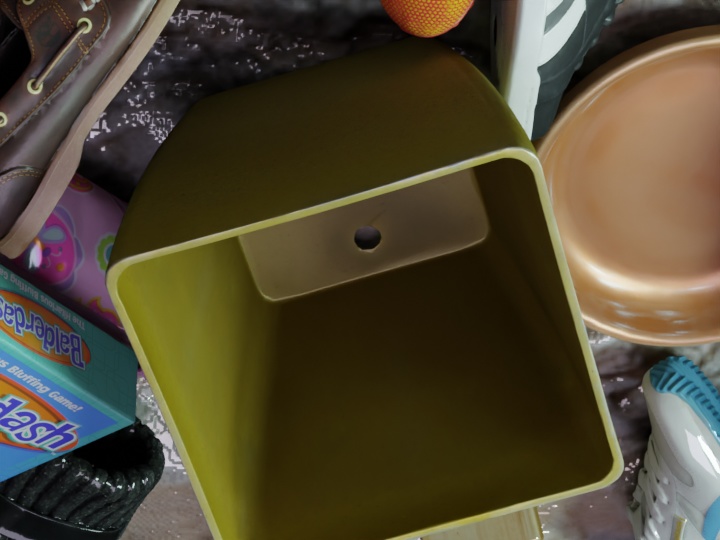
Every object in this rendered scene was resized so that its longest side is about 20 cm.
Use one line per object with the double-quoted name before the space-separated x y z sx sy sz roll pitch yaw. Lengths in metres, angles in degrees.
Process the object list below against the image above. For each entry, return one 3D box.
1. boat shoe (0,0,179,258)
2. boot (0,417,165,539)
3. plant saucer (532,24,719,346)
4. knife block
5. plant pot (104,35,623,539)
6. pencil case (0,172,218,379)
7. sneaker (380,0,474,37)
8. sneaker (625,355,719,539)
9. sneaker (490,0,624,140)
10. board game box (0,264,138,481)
"boat shoe" -0.139 -0.104 1.071 0.070 0.070 0.201 31 91 -23
"boot" -0.224 0.131 1.272 0.209 0.080 0.158 4 136 -24
"plant saucer" 0.177 -0.047 1.212 0.198 0.038 0.201 -4 129 -5
"knife block" 0.060 0.122 1.243 0.063 0.176 0.201 -15 129 4
"plant pot" 0.000 0.000 1.131 0.198 0.177 0.201 -16 124 5
"pencil case" -0.172 -0.016 1.161 0.199 0.088 0.087 33 118 -28
"sneaker" 0.031 -0.192 1.043 0.072 0.077 0.201 13 125 11
"sneaker" 0.190 0.135 1.336 0.080 0.077 0.201 -17 127 10
"sneaker" 0.124 -0.144 1.102 0.111 0.073 0.201 0 127 -6
"board game box" -0.232 0.060 1.141 0.199 0.045 0.152 -25 139 29
